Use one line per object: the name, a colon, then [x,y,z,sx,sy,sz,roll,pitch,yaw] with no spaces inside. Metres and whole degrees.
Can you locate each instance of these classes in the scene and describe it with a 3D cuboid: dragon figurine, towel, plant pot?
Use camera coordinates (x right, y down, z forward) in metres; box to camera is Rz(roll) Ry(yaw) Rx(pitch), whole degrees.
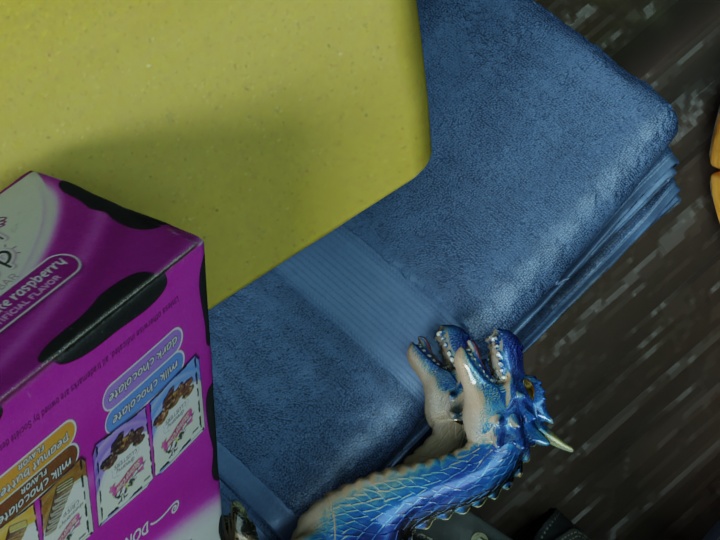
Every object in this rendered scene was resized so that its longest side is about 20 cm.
dragon figurine: [0.015,0.111,0.742,0.099,0.059,0.201,-4,77,-7]
towel: [0.000,0.000,0.827,0.112,0.049,0.200,42,82,20]
plant pot: [-0.091,-0.082,0.744,0.200,0.200,0.177,-33,115,-9]

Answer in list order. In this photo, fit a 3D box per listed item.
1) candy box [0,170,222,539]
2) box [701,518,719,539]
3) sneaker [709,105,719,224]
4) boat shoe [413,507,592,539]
candy box: [-0.096,0.095,0.666,0.136,0.061,0.201,-41,141,-41]
box: [0.149,0.108,0.765,0.079,0.141,0.200,43,83,-9]
sneaker: [0.170,0.011,0.874,0.078,0.077,0.201,-12,97,-12]
boat shoe: [0.069,0.112,0.861,0.199,0.072,0.068,20,69,-17]
